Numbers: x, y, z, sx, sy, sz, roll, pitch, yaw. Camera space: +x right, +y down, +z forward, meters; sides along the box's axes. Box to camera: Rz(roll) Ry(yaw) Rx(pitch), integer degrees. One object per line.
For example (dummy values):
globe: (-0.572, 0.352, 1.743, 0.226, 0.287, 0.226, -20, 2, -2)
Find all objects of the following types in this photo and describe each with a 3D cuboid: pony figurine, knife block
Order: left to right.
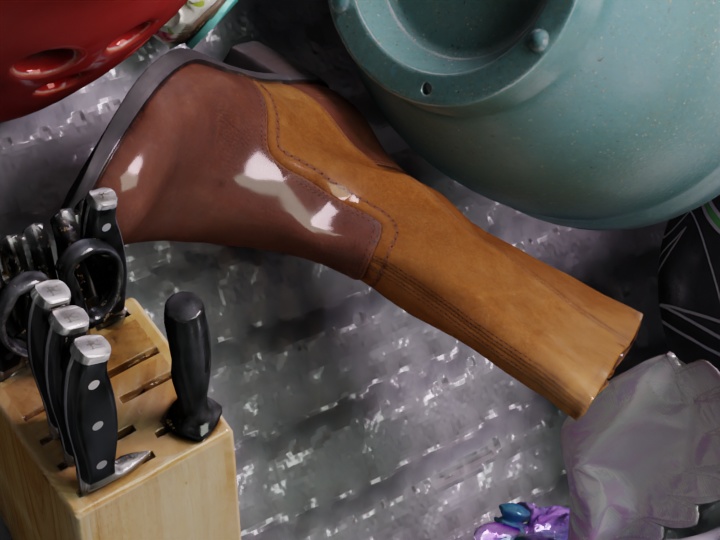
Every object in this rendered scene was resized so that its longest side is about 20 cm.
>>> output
knife block: (-0.080, 0.072, 0.894, 0.064, 0.176, 0.200, -27, 102, -19)
pony figurine: (0.118, 0.133, 1.055, 0.200, 0.193, 0.167, 5, 69, -49)

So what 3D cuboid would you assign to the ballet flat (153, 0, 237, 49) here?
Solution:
ballet flat: (-0.036, -0.166, 1.060, 0.064, 0.076, 0.200, 44, 49, -3)

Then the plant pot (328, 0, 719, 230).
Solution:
plant pot: (0.069, -0.118, 1.036, 0.134, 0.200, 0.201, 2, 80, -57)

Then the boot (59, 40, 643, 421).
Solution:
boot: (0.000, 0.000, 0.972, 0.200, 0.069, 0.188, 37, 16, 10)

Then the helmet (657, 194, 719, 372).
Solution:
helmet: (0.222, 0.008, 1.117, 0.191, 0.200, 0.200, 32, 62, -36)

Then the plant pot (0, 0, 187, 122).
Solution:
plant pot: (-0.119, -0.163, 0.880, 0.200, 0.182, 0.201, 7, 76, -30)
